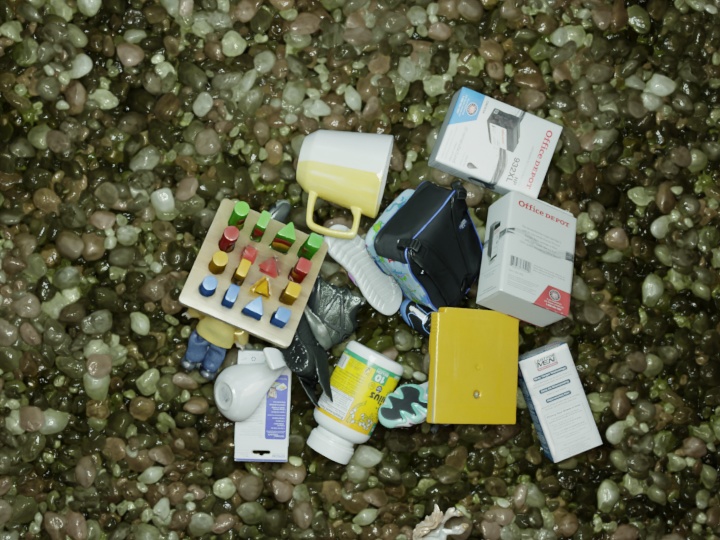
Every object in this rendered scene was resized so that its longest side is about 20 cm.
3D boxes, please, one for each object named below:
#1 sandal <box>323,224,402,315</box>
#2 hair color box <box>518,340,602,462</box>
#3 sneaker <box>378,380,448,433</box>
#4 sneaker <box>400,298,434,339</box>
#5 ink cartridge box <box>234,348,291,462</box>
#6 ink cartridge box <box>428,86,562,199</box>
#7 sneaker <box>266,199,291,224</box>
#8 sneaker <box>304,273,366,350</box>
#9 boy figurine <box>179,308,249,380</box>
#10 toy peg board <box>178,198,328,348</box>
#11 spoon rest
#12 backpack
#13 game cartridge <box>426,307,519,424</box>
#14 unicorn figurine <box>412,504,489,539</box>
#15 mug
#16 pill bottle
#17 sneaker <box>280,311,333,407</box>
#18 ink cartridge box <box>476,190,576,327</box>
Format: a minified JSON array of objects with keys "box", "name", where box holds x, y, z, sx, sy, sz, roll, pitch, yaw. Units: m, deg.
[{"box":[0.005,-0.005,1.674,0.082,0.050,0.203,-47,110,-23],"name":"sandal"},{"box":[0.362,0.241,1.707,0.100,0.061,0.200,-20,93,-5],"name":"hair color box"},{"box":[0.122,0.255,1.657,0.200,0.140,0.078,-23,51,-19],"name":"sneaker"},{"box":[0.165,0.112,1.677,0.200,0.078,0.070,31,88,-6],"name":"sneaker"},{"box":[-0.176,0.243,1.665,0.099,0.039,0.200,3,89,-5],"name":"ink cartridge box"},{"box":[0.244,-0.226,1.677,0.200,0.084,0.145,21,88,-6],"name":"ink cartridge box"},{"box":[-0.173,-0.034,1.649,0.079,0.075,0.200,32,97,-8],"name":"sneaker"},{"box":[-0.063,0.035,1.657,0.114,0.076,0.200,-27,96,-7],"name":"sneaker"},{"box":[-0.249,0.090,1.612,0.124,0.064,0.200,26,107,-4],"name":"boy figurine"},{"box":[-0.169,-0.006,1.526,0.200,0.098,0.199,24,69,-8],"name":"toy peg board"},{"box":[-0.190,0.194,1.601,0.061,0.200,0.099,-6,65,-46],"name":"spoon rest"},{"box":[0.118,-0.039,1.623,0.183,0.147,0.200,-50,133,-20],"name":"backpack"},{"box":[0.197,0.168,1.609,0.176,0.032,0.200,6,83,-28],"name":"game cartridge"},{"box":[0.173,0.532,1.694,0.137,0.074,0.200,-43,80,6],"name":"unicorn figurine"},{"box":[-0.034,-0.169,1.615,0.153,0.187,0.150,13,133,2],"name":"mug"},{"box":[-0.014,0.237,1.644,0.113,0.113,0.200,28,87,-5],"name":"pill bottle"},{"box":[-0.101,0.133,1.607,0.060,0.104,0.200,-25,59,12],"name":"sneaker"},{"box":[0.296,-0.020,1.638,0.147,0.083,0.200,21,63,-19],"name":"ink cartridge box"}]
